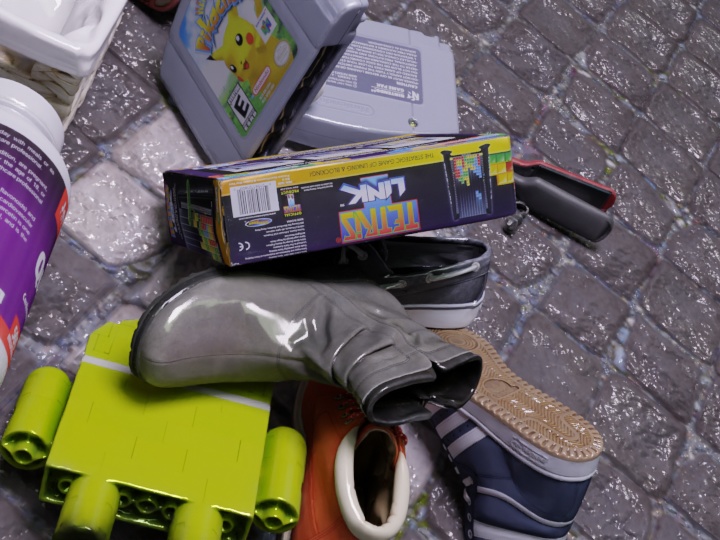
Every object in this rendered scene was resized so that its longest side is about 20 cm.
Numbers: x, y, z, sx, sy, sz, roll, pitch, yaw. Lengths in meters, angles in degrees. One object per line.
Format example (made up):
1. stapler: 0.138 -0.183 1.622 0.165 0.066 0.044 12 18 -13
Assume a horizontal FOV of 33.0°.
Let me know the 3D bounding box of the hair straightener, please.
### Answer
1. hair straightener: 0.130 -0.073 1.045 0.198 0.041 0.078 25 46 -13

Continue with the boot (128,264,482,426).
1. boot: -0.026 0.049 0.729 0.198 0.069 0.130 -10 30 -39

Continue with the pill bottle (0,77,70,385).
1. pill bottle: -0.240 -0.021 0.723 0.111 0.113 0.202 23 47 -15

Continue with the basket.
1. basket: -0.234 -0.197 0.857 0.134 0.124 0.202 24 46 -12

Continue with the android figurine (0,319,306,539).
1. android figurine: -0.119 0.099 0.733 0.179 0.041 0.201 15 34 -10

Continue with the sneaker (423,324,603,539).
1. sneaker: 0.080 0.120 0.855 0.069 0.110 0.200 -12 32 -34

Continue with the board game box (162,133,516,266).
1. board game box: -0.020 -0.052 0.821 0.197 0.165 0.058 -10 98 -19

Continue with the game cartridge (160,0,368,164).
1. game cartridge: -0.079 -0.168 0.877 0.040 0.200 0.134 -11 61 -41

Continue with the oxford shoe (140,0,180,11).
1. oxford shoe: -0.187 -0.299 1.006 0.074 0.070 0.201 -17 68 -47

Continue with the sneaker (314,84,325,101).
1. sneaker: -0.075 -0.221 0.960 0.202 0.075 0.099 60 25 8

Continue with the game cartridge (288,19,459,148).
1. game cartridge: -0.017 -0.156 1.004 0.197 0.041 0.134 10 47 -12

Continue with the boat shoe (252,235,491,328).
1. boat shoe: 0.000 0.000 0.865 0.197 0.069 0.072 3 35 -15

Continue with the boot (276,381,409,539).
1. boot: 0.001 0.108 0.779 0.074 0.108 0.202 19 46 -14
